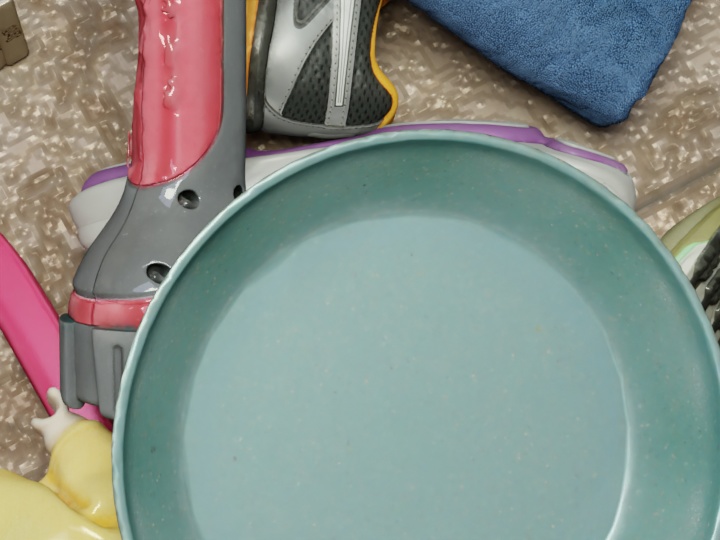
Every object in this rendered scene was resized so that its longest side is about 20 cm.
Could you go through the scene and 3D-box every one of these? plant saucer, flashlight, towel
[{"bbox_3d":[0.018,0.056,0.840,0.199,0.036,0.201,0,92,-13],"label":"plant saucer"},{"bbox_3d":[-0.065,-0.054,0.860,0.068,0.068,0.201,-1,99,-6],"label":"flashlight"},{"bbox_3d":[0.036,-0.144,0.932,0.200,0.049,0.112,33,67,-18],"label":"towel"}]

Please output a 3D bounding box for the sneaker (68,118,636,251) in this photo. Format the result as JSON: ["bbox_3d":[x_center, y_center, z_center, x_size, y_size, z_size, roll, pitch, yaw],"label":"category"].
[{"bbox_3d":[0.000,0.000,0.924,0.199,0.075,0.100,-7,89,16],"label":"sneaker"}]

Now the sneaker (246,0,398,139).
[{"bbox_3d":[-0.009,-0.137,0.974,0.077,0.078,0.201,15,77,-8],"label":"sneaker"}]

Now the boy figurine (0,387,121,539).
[{"bbox_3d":[-0.108,0.102,0.870,0.199,0.064,0.125,20,76,1],"label":"boy figurine"}]

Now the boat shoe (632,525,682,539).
[{"bbox_3d":[0.094,0.181,0.868,0.072,0.066,0.201,0,73,2],"label":"boat shoe"}]

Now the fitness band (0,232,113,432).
[{"bbox_3d":[-0.162,0.062,0.934,0.143,0.037,0.200,-29,75,-9],"label":"fitness band"}]

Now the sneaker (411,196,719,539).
[{"bbox_3d":[0.054,0.033,0.920,0.200,0.077,0.089,-42,59,-15],"label":"sneaker"}]

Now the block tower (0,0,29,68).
[{"bbox_3d":[-0.221,-0.057,0.961,0.200,0.058,0.054,-31,74,-9],"label":"block tower"}]
